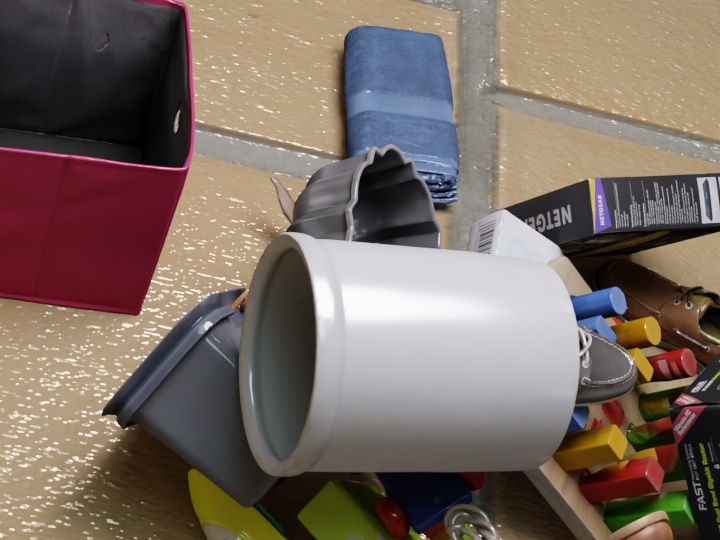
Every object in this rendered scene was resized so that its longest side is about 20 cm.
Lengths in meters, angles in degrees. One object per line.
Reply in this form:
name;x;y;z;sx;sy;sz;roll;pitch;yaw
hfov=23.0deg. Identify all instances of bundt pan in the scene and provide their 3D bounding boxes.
bundt pan;0.000;0.000;1.443;0.076;0.202;0.202;-5;44;24

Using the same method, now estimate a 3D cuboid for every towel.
towel;0.037;-0.154;1.749;0.112;0.049;0.200;8;52;-14

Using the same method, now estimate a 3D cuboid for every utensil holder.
utensil holder;0.032;0.063;1.269;0.200;0.170;0.170;3;52;-22

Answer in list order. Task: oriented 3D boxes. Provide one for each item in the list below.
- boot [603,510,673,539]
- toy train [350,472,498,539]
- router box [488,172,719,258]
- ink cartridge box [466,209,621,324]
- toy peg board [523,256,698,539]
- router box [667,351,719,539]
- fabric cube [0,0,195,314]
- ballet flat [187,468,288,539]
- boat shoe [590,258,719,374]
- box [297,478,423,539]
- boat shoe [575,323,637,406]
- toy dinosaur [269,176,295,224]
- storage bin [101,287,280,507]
boot;0.235;0.290;1.367;0.074;0.200;0.155;-18;52;-18
toy train;0.064;0.194;1.365;0.085;0.116;0.200;-32;51;-7
router box;0.232;-0.048;1.640;0.157;0.200;0.052;-4;84;-23
ink cartridge box;0.170;0.063;1.563;0.200;0.047;0.160;31;54;-29
toy peg board;0.224;0.115;1.508;0.199;0.098;0.200;52;42;-26
router box;0.334;0.173;1.497;0.150;0.062;0.200;-33;111;-53
fabric cube;-0.259;-0.106;1.502;0.200;0.199;0.196;7;51;-15
ballet flat;-0.071;0.234;1.395;0.200;0.067;0.067;37;63;9
boat shoe;0.315;0.042;1.682;0.200;0.068;0.072;34;51;9
box;0.047;0.250;1.389;0.048;0.122;0.200;-46;72;4
boat shoe;0.133;0.060;1.405;0.200;0.057;0.067;12;53;-10
toy dinosaur;-0.003;-0.008;1.598;0.135;0.086;0.200;-25;61;-33
storage bin;-0.091;0.099;1.403;0.134;0.200;0.146;42;95;3
